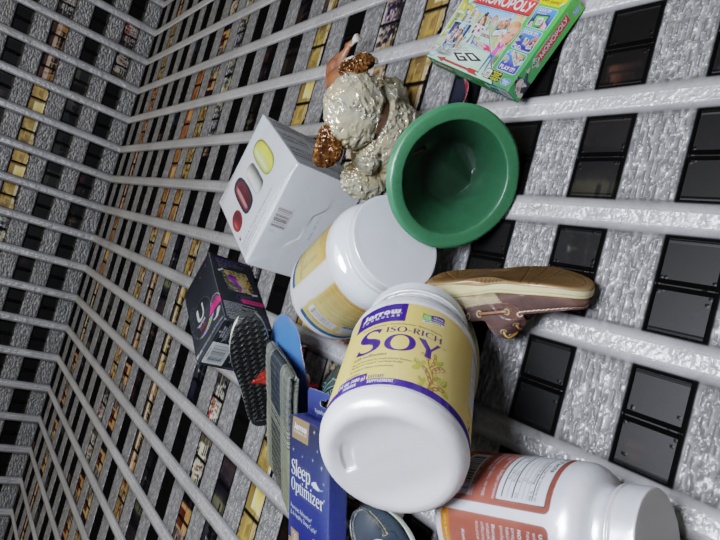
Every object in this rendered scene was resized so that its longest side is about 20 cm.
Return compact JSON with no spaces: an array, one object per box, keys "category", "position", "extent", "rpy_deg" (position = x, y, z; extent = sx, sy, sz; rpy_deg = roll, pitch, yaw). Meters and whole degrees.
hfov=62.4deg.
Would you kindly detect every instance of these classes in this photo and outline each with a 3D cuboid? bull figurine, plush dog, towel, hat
[{"category":"bull figurine","position":[-0.023,-0.318,1.060],"extent":[0.120,0.064,0.205],"rpy_deg":[-32,54,36]},{"category":"plush dog","position":[0.015,-0.214,0.874],"extent":[0.159,0.169,0.206],"rpy_deg":[19,89,53]},{"category":"towel","position":[-0.114,0.229,0.901],"extent":[0.192,0.033,0.207],"rpy_deg":[-159,68,-70]},{"category":"hat","position":[0.108,-0.139,0.792],"extent":[0.196,0.169,0.176],"rpy_deg":[-25,18,-4]}]

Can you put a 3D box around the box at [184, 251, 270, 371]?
[{"category":"box","position":[-0.269,0.082,1.183],"extent":[0.123,0.104,0.202],"rpy_deg":[-53,40,22]}]

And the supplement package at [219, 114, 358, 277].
[{"category":"supplement package","position":[-0.129,-0.127,1.050],"extent":[0.194,0.144,0.201],"rpy_deg":[-57,40,18]}]

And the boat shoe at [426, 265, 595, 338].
[{"category":"boat shoe","position":[0.165,0.039,0.668],"extent":[0.196,0.071,0.074],"rpy_deg":[-2,103,37]}]

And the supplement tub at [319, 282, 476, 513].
[{"category":"supplement tub","position":[0.047,0.120,0.611],"extent":[0.145,0.144,0.202],"rpy_deg":[-44,13,32]}]

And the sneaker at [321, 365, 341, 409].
[{"category":"sneaker","position":[-0.019,0.165,0.814],"extent":[0.200,0.073,0.082],"rpy_deg":[141,138,-60]}]

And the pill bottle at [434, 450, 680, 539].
[{"category":"pill bottle","position":[0.170,0.229,0.536],"extent":[0.197,0.110,0.116],"rpy_deg":[-13,65,50]}]

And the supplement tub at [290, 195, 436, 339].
[{"category":"supplement tub","position":[0.000,0.000,0.800],"extent":[0.199,0.141,0.149],"rpy_deg":[-36,47,56]}]

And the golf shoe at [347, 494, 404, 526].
[{"category":"golf shoe","position":[-0.017,0.297,0.790],"extent":[0.198,0.076,0.091],"rpy_deg":[-15,72,50]}]

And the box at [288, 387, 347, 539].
[{"category":"box","position":[-0.054,0.259,0.746],"extent":[0.120,0.032,0.207],"rpy_deg":[-2,86,60]}]

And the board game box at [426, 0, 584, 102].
[{"category":"board game box","position":[0.185,-0.318,0.800],"extent":[0.136,0.029,0.200],"rpy_deg":[-55,39,11]}]

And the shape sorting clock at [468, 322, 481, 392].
[{"category":"shape sorting clock","position":[0.075,0.132,0.764],"extent":[0.198,0.039,0.206],"rpy_deg":[-25,57,45]}]

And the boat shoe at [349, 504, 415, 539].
[{"category":"boat shoe","position":[0.029,0.328,0.634],"extent":[0.076,0.061,0.200],"rpy_deg":[-62,33,16]}]

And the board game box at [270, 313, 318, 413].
[{"category":"board game box","position":[-0.097,0.170,0.958],"extent":[0.157,0.038,0.206],"rpy_deg":[-32,67,62]}]

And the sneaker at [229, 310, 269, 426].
[{"category":"sneaker","position":[-0.187,0.159,1.023],"extent":[0.093,0.068,0.206],"rpy_deg":[-140,40,-67]}]
